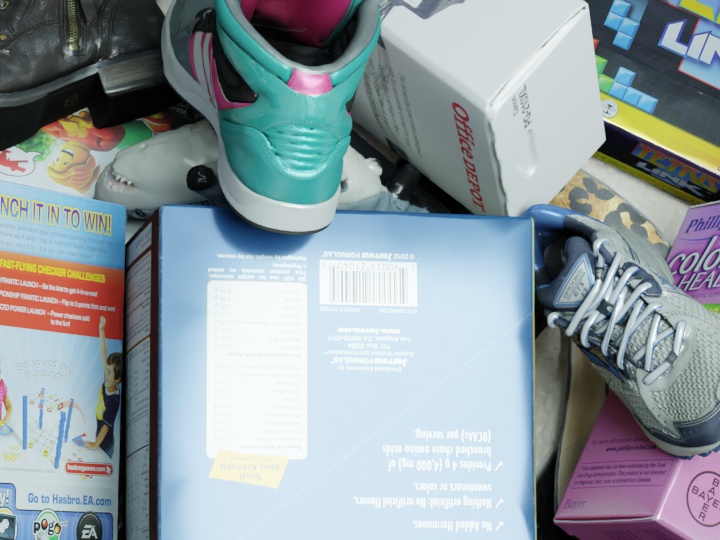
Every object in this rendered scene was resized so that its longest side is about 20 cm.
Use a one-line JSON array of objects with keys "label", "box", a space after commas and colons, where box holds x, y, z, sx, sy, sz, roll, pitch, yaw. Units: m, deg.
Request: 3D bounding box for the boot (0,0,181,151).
[{"label": "boot", "box": [-0.192, -0.159, 1.516, 0.200, 0.069, 0.174, -11, 74, -25]}]

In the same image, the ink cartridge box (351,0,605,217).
[{"label": "ink cartridge box", "box": [0.030, -0.129, 1.498, 0.200, 0.145, 0.084, 39, 75, 24]}]

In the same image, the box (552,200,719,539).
[{"label": "box", "box": [0.230, 0.089, 1.503, 0.176, 0.097, 0.200, 34, 68, -23]}]

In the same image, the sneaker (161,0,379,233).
[{"label": "sneaker", "box": [-0.048, -0.122, 1.404, 0.084, 0.121, 0.200, 1, 35, -22]}]

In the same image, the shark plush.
[{"label": "shark plush", "box": [-0.041, -0.049, 1.520, 0.200, 0.083, 0.091, 3, 47, -30]}]

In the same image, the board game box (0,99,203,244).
[{"label": "board game box", "box": [-0.192, -0.081, 1.541, 0.200, 0.035, 0.126, 19, 72, -4]}]

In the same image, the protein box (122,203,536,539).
[{"label": "protein box", "box": [-0.019, 0.077, 1.455, 0.198, 0.135, 0.200, 2, 82, -12]}]

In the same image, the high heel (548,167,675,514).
[{"label": "high heel", "box": [0.115, 0.035, 1.540, 0.143, 0.071, 0.200, -39, 92, -25]}]

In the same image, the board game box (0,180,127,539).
[{"label": "board game box", "box": [-0.199, 0.054, 1.405, 0.056, 0.200, 0.196, -3, 83, 31]}]

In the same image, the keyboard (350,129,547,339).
[{"label": "keyboard", "box": [0.000, 0.000, 1.560, 0.200, 0.021, 0.127, 40, 71, 4]}]

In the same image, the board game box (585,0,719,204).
[{"label": "board game box", "box": [0.209, -0.124, 1.608, 0.200, 0.057, 0.166, 24, 72, -2]}]

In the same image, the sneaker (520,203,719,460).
[{"label": "sneaker", "box": [0.132, 0.027, 1.427, 0.085, 0.200, 0.077, 31, 99, -34]}]
